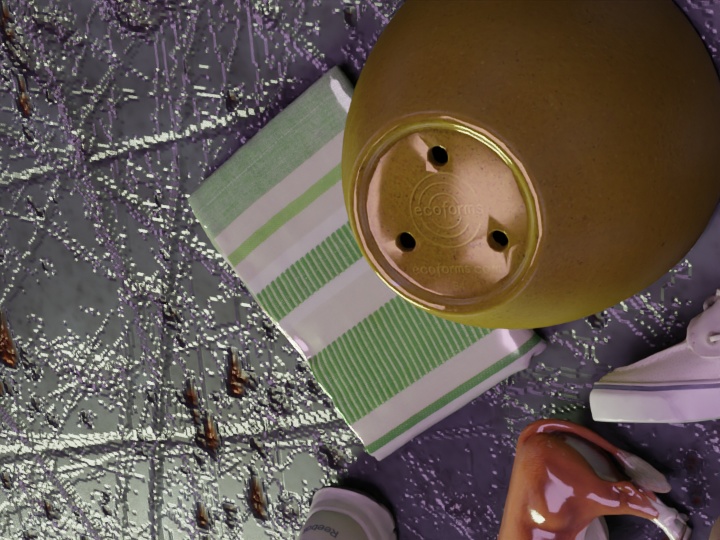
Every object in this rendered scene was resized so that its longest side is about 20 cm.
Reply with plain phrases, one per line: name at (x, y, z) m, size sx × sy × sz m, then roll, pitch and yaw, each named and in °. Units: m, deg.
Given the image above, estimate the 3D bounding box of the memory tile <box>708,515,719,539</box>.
memory tile at (0.246, 0.205, 0.954) m, size 0.152 × 0.202 × 0.017 m, roll -15°, pitch 149°, yaw 35°

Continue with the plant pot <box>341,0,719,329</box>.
plant pot at (0.069, -0.050, 0.925) m, size 0.199 × 0.142 × 0.202 m, roll 10°, pitch 115°, yaw 22°

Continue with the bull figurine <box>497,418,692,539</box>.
bull figurine at (0.120, 0.179, 1.080) m, size 0.121 × 0.065 × 0.201 m, roll 19°, pitch 125°, yaw 17°

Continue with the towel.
towel at (0.000, 0.000, 1.084) m, size 0.152 × 0.023 × 0.201 m, roll -36°, pitch 92°, yaw 38°

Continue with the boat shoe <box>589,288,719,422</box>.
boat shoe at (0.206, 0.039, 0.959) m, size 0.199 × 0.071 × 0.070 m, roll -12°, pitch 81°, yaw 39°

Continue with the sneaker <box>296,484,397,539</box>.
sneaker at (-0.015, 0.238, 1.178) m, size 0.074 × 0.087 × 0.201 m, roll 1°, pitch 117°, yaw 28°
